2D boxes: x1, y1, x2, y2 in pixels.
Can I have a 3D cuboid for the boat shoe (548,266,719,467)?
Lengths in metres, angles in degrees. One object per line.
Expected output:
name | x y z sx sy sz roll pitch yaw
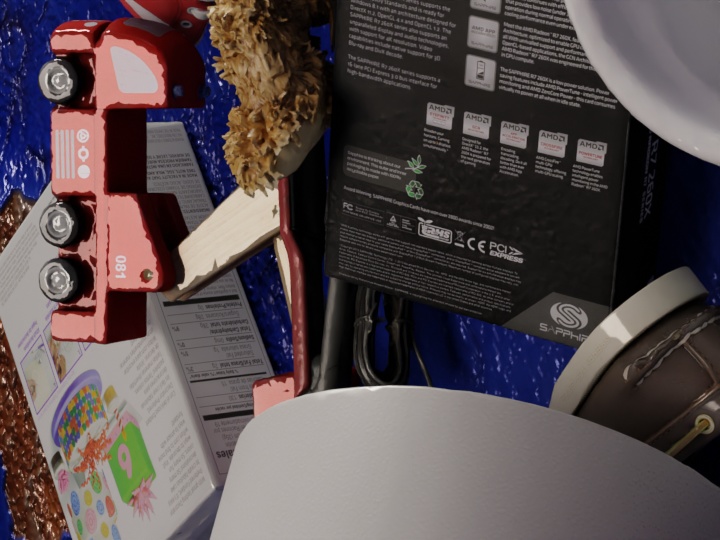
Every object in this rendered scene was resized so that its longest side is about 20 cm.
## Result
boat shoe | 0.095 0.078 0.984 0.060 0.072 0.200 49 144 17

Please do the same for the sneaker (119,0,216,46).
sneaker | -0.045 -0.140 1.167 0.199 0.113 0.071 21 71 23

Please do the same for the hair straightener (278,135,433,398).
hair straightener | 0.000 0.000 1.114 0.077 0.041 0.201 -8 71 29

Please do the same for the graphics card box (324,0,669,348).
graphics card box | 0.053 -0.078 0.964 0.125 0.051 0.201 15 118 23

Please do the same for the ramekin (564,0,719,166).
ramekin | 0.165 -0.117 0.783 0.200 0.098 0.202 -10 74 38

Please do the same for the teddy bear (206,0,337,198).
teddy bear | -0.037 -0.127 0.998 0.145 0.066 0.201 -75 -11 -66

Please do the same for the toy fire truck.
toy fire truck | -0.072 -0.013 1.179 0.140 0.049 0.201 2 94 19

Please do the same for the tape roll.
tape roll | 0.034 0.148 0.928 0.202 0.202 0.140 -30 39 53

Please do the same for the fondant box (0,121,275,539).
fondant box | -0.110 0.048 1.295 0.144 0.058 0.201 -48 55 47
